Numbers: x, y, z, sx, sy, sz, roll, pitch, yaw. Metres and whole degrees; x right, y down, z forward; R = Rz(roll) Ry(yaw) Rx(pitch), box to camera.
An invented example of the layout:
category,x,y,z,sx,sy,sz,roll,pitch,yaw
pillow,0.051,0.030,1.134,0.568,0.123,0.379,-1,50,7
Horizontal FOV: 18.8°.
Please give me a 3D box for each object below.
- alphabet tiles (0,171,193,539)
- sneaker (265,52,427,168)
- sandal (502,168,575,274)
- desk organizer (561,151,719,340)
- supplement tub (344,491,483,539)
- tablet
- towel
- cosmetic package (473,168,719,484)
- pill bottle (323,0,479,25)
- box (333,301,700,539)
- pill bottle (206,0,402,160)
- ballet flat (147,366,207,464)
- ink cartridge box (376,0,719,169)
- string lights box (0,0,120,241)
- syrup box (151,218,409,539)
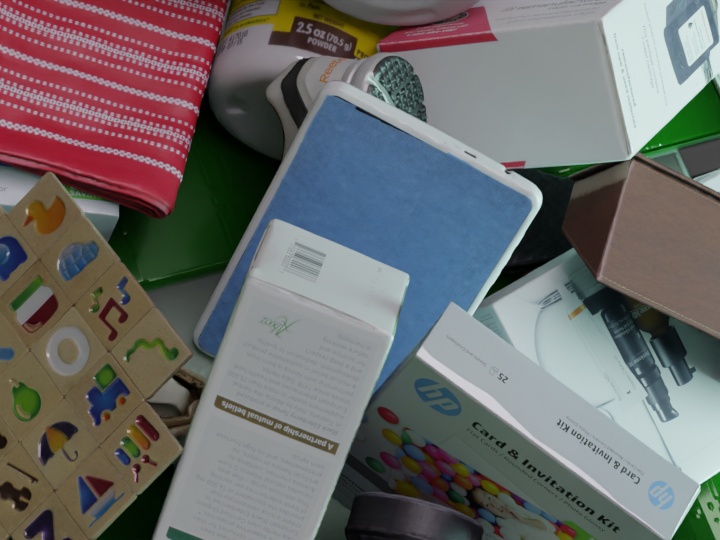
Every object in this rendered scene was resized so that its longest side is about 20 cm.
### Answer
category,x,y,z,sx,sy,sz,roll,pitch,yaw
alphabet tiles,-0.180,0.052,1.116,0.166,0.006,0.200,-45,66,9
sneaker,0.001,-0.036,1.211,0.079,0.202,0.074,12,37,31
sandal,0.098,-0.028,1.304,0.198,0.045,0.076,10,69,-30
desk organizer,0.207,0.013,1.224,0.199,0.072,0.078,25,72,-18
supplement tub,0.007,0.218,1.102,0.106,0.107,0.202,17,76,-10
tablet,0.000,0.000,1.171,0.129,0.201,0.014,28,37,-4
towel,-0.150,-0.135,1.207,0.143,0.022,0.202,19,62,-13
cosmetic package,0.173,0.047,1.269,0.199,0.052,0.152,-29,94,-27
pill bottle,0.026,-0.247,1.207,0.111,0.112,0.202,12,60,-13
box,0.069,0.111,1.137,0.155,0.200,0.041,37,61,-1
pill bottle,-0.017,-0.170,1.284,0.108,0.109,0.202,19,62,-9
ballet flat,-0.166,0.044,1.167,0.198,0.062,0.068,20,64,-9
ink cartridge box,0.123,-0.132,1.251,0.200,0.144,0.085,-40,121,-51
string lights box,-0.190,-0.114,1.230,0.102,0.059,0.202,5,66,-17
syrup box,-0.047,0.087,1.105,0.081,0.201,0.079,22,23,-1
